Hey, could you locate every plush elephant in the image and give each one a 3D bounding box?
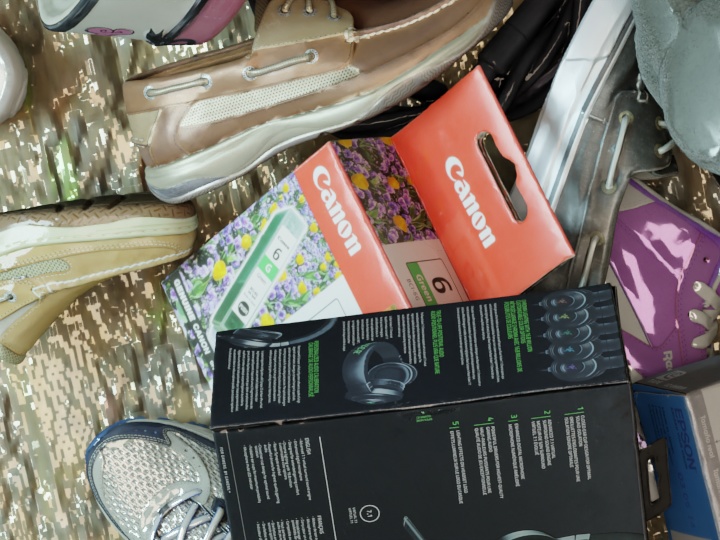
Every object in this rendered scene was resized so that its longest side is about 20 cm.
[{"bbox_3d":[0.218,-0.088,1.345,0.164,0.155,0.201,-6,85,42],"label":"plush elephant"}]

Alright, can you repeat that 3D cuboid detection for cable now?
[{"bbox_3d":[0.043,-0.144,1.443,0.199,0.051,0.164,-15,98,3],"label":"cable"}]

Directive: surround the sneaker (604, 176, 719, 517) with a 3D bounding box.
[{"bbox_3d":[0.161,0.044,1.451,0.114,0.073,0.201,-33,94,2],"label":"sneaker"}]

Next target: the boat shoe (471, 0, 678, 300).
[{"bbox_3d":[0.119,-0.059,1.409,0.071,0.072,0.201,21,94,6],"label":"boat shoe"}]

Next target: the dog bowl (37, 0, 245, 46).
[{"bbox_3d":[-0.080,-0.195,1.380,0.074,0.200,0.201,20,97,-18],"label":"dog bowl"}]

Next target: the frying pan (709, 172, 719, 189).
[{"bbox_3d":[0.218,-0.110,1.450,0.115,0.031,0.191,-6,87,-2],"label":"frying pan"}]

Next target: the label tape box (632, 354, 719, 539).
[{"bbox_3d":[0.245,0.097,1.420,0.199,0.063,0.145,-17,97,-19],"label":"label tape box"}]

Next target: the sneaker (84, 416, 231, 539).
[{"bbox_3d":[-0.056,0.148,1.463,0.200,0.085,0.077,41,96,-2],"label":"sneaker"}]

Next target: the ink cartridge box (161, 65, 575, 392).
[{"bbox_3d":[0.000,0.000,1.401,0.200,0.050,0.109,-38,70,36],"label":"ink cartridge box"}]

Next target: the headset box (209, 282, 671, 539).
[{"bbox_3d":[0.043,0.109,1.341,0.199,0.093,0.175,-8,119,4],"label":"headset box"}]

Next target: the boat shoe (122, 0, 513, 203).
[{"bbox_3d":[-0.024,-0.102,1.402,0.200,0.076,0.072,-25,100,9],"label":"boat shoe"}]

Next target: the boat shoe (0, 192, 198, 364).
[{"bbox_3d":[-0.172,0.008,1.461,0.199,0.072,0.076,-8,93,15],"label":"boat shoe"}]

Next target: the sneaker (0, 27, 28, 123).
[{"bbox_3d":[-0.261,-0.113,1.435,0.199,0.099,0.078,18,97,0],"label":"sneaker"}]
